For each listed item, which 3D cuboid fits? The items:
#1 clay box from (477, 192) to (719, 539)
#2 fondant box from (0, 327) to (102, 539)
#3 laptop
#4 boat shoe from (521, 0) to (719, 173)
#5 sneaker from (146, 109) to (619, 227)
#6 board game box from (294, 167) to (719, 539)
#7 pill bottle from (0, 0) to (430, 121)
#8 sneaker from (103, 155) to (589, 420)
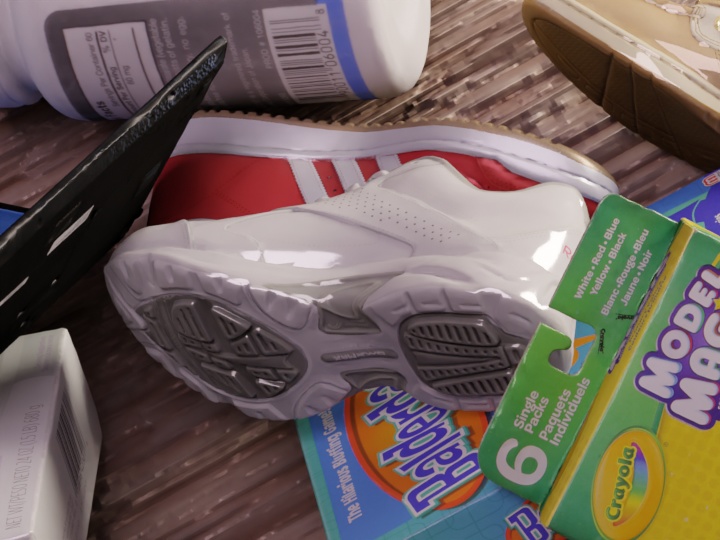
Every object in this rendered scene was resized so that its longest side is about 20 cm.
[{"bbox_3d":[0.150,0.066,1.001,0.199,0.048,0.115,25,95,-3],"label":"clay box"},{"bbox_3d":[-0.207,0.100,1.139,0.199,0.058,0.145,-12,30,7],"label":"fondant box"},{"bbox_3d":[-0.167,-0.015,1.149,0.103,0.200,0.177,38,47,4],"label":"laptop"},{"bbox_3d":[0.160,-0.074,1.163,0.199,0.074,0.069,30,76,14],"label":"boat shoe"},{"bbox_3d":[0.001,-0.001,1.174,0.199,0.071,0.113,3,66,25],"label":"sneaker"},{"bbox_3d":[0.077,0.049,1.101,0.199,0.045,0.152,-29,24,3],"label":"board game box"},{"bbox_3d":[-0.078,-0.121,1.221,0.199,0.114,0.114,-3,68,14],"label":"pill bottle"},{"bbox_3d":[0.000,0.000,1.109,0.199,0.078,0.100,4,44,25],"label":"sneaker"}]
